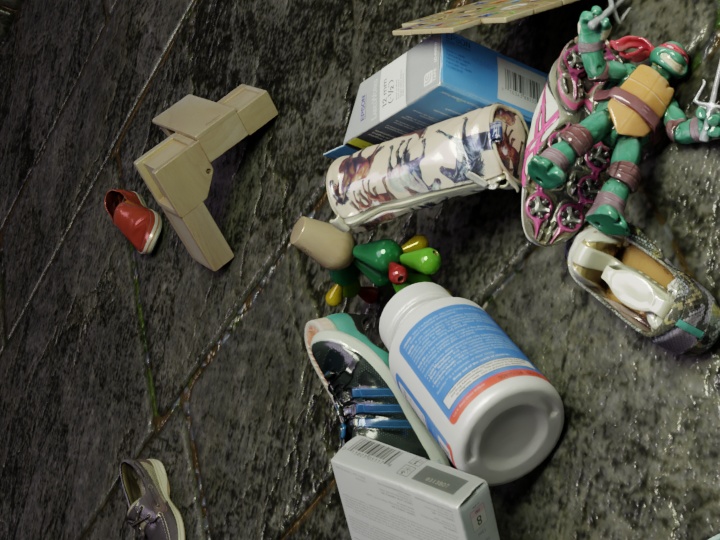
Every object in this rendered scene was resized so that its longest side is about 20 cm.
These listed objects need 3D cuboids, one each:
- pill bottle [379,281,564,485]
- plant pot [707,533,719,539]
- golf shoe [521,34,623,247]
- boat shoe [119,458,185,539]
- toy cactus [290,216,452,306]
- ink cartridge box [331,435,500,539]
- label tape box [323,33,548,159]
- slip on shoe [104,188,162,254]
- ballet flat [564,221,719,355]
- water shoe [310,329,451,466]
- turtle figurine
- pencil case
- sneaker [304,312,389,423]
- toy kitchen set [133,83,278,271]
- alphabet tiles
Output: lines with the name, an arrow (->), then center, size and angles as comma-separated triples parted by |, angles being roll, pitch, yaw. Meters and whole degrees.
pill bottle -> 0.093, 0.094, 1.065 | 0.113, 0.111, 0.200 | -63, 35, 19
plant pot -> 0.262, 0.272, 0.683 | 0.200, 0.134, 0.201 | -45, 23, 25
golf shoe -> 0.186, -0.107, 1.042 | 0.092, 0.072, 0.202 | 121, 168, -71
boat shoe -> -0.297, 0.341, 1.617 | 0.072, 0.064, 0.201 | -56, 37, 25
toy cactus -> 0.000, 0.000, 1.200 | 0.200, 0.164, 0.103 | 3, 69, 67
ink cartridge box -> 0.059, 0.261, 1.042 | 0.161, 0.057, 0.202 | 11, 126, 45
label tape box -> 0.074, -0.156, 1.166 | 0.199, 0.142, 0.067 | -22, 60, 52
slip on shoe -> -0.381, -0.084, 1.925 | 0.200, 0.061, 0.075 | 45, 114, 53
ballet flat -> 0.216, 0.000, 0.954 | 0.200, 0.071, 0.073 | 46, 116, 54
water shoe -> 0.008, 0.147, 1.117 | 0.200, 0.079, 0.072 | 50, 147, 7
turtle figurine -> 0.230, -0.136, 0.958 | 0.149, 0.101, 0.201 | 32, 80, 16
pencil case -> 0.062, -0.093, 1.097 | 0.198, 0.078, 0.090 | -16, 37, 29
sneaker -> 0.015, 0.131, 1.217 | 0.202, 0.079, 0.071 | 65, 150, 18
toy kitchen set -> -0.212, -0.147, 1.678 | 0.199, 0.182, 0.163 | -39, 32, -17
alphabet tiles -> 0.136, -0.246, 1.079 | 0.166, 0.198, 0.006 | 15, 122, 58
